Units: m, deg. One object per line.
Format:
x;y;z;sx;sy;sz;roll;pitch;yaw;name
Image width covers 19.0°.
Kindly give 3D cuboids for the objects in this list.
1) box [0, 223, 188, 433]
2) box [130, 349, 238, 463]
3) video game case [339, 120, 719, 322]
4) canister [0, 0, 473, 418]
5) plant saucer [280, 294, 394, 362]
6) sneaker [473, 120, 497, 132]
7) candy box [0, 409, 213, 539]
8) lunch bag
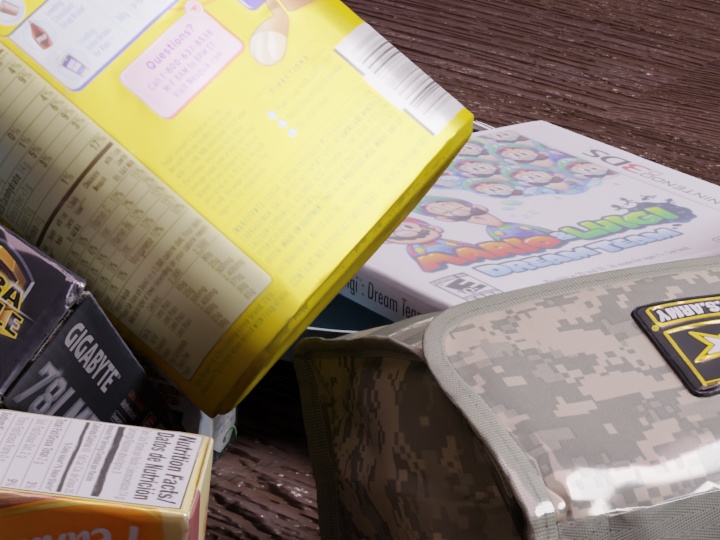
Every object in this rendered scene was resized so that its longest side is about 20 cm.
-0.156;-0.001;0.713;0.198;0.050;0.200;33;-11;16;box
-0.142;-0.009;0.844;0.200;0.137;0.040;14;28;17;box
0.063;-0.020;0.918;0.200;0.024;0.182;-13;26;-36;video game case
-0.078;-0.065;0.724;0.200;0.087;0.149;41;58;2;canister
0.000;0.000;0.928;0.200;0.027;0.200;3;21;-1;plant saucer
0.032;-0.065;1.145;0.200;0.076;0.115;12;22;25;sneaker
-0.146;0.095;0.593;0.200;0.116;0.055;7;21;0;candy box
0.087;0.058;0.672;0.164;0.118;0.200;-9;1;-20;lunch bag
